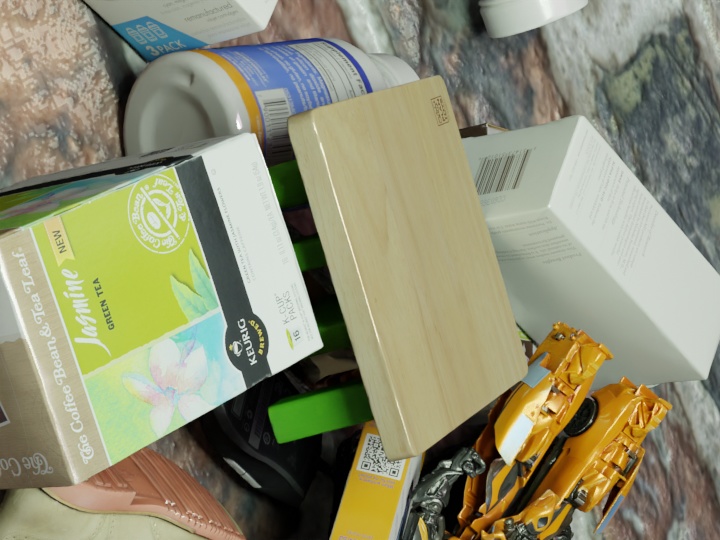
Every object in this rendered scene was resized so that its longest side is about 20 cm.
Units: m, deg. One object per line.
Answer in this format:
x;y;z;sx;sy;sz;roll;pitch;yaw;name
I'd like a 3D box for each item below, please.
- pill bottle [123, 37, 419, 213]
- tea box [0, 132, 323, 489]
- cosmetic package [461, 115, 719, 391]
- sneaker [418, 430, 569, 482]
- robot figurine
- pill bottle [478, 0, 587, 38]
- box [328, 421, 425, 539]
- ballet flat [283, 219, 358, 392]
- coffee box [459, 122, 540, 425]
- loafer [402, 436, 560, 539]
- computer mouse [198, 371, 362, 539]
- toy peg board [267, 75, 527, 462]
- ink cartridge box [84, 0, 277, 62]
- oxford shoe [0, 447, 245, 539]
-0.049;-0.095;1.267;0.199;0.112;0.113;-13;94;-48;pill bottle
-0.168;0.025;1.056;0.196;0.199;0.135;-29;105;-46;tea box
0.151;-0.006;1.301;0.200;0.112;0.082;44;55;-34;cosmetic package
0.109;0.156;1.428;0.200;0.076;0.091;-43;124;-37;sneaker
0.114;0.143;1.266;0.145;0.058;0.201;38;81;-32;robot figurine
0.105;-0.284;1.459;0.111;0.111;0.201;-31;106;-45;pill bottle
0.005;0.170;1.236;0.119;0.041;0.201;94;13;-54;box
-0.042;0.025;1.208;0.200;0.072;0.072;47;52;-45;ballet flat
0.074;0.007;1.380;0.079;0.114;0.202;10;77;-45;coffee box
0.056;0.172;1.319;0.200;0.072;0.063;-43;139;-6;loafer
-0.062;0.139;1.266;0.200;0.046;0.141;43;48;-47;computer mouse
0.000;0.000;1.162;0.199;0.097;0.201;-26;100;-64;toy peg board
-0.148;-0.223;1.177;0.200;0.115;0.068;43;55;-33;ink cartridge box
-0.147;0.151;1.171;0.074;0.071;0.200;-51;141;9;oxford shoe
